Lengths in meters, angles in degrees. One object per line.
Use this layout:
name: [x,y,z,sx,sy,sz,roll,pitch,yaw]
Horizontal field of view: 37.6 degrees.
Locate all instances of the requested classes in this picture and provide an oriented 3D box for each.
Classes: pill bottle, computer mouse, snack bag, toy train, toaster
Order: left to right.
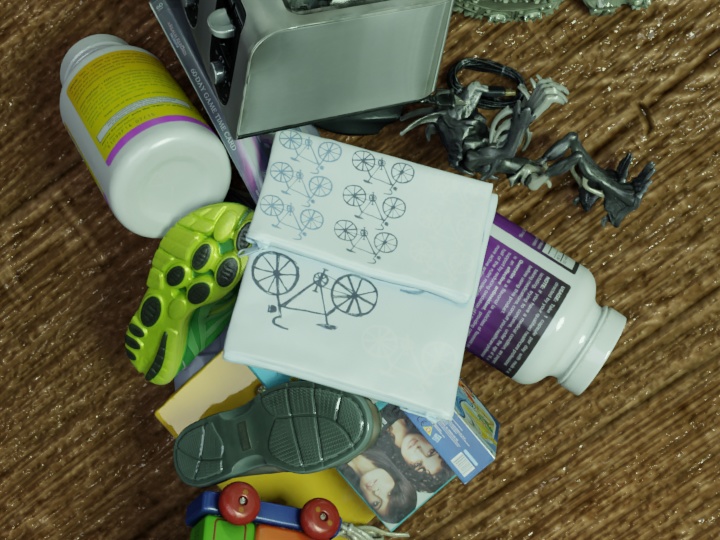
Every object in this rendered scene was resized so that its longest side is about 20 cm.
pill bottle: [-0.192,-0.123,0.899,0.104,0.104,0.200,-46,49,9]
toy train: [-0.046,0.251,0.859,0.199,0.085,0.117,17,57,-21]
toaster: [-0.031,-0.209,0.802,0.198,0.119,0.182,-13,62,-17]
snack bag: [0.000,0.000,0.808,0.187,0.021,0.202,16,69,-3]
computer mouse: [0.045,-0.155,0.929,0.198,0.034,0.059,-6,90,7]
pill bottle: [0.117,0.019,0.890,0.199,0.112,0.113,33,98,6]

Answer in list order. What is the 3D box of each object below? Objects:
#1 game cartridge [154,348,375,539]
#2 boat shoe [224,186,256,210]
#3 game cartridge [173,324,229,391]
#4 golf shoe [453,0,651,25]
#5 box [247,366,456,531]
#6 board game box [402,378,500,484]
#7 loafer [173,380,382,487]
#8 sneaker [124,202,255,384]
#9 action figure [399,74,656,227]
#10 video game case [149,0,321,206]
game cartridge: [-0.053,0.140,0.937,0.176,0.032,0.200,-41,93,4]
boat shoe: [-0.150,-0.057,0.942,0.199,0.065,0.072,22,93,18]
game cartridge: [-0.109,0.091,0.972,0.128,0.038,0.202,-5,92,14]
golf shoe: [0.156,-0.263,0.885,0.198,0.078,0.098,-6,85,-7]
box: [-0.009,0.114,0.893,0.082,0.049,0.200,-41,91,4]
board game box: [0.039,0.077,0.894,0.034,0.135,0.200,-41,87,9]
loafer: [-0.061,0.131,0.853,0.199,0.063,0.073,-16,75,31]
sneaker: [-0.136,0.011,0.891,0.074,0.084,0.200,43,126,7]
action figure: [0.137,-0.113,0.872,0.199,0.119,0.103,21,109,-9]
video game case: [-0.089,-0.142,0.900,0.019,0.143,0.201,-28,89,26]
